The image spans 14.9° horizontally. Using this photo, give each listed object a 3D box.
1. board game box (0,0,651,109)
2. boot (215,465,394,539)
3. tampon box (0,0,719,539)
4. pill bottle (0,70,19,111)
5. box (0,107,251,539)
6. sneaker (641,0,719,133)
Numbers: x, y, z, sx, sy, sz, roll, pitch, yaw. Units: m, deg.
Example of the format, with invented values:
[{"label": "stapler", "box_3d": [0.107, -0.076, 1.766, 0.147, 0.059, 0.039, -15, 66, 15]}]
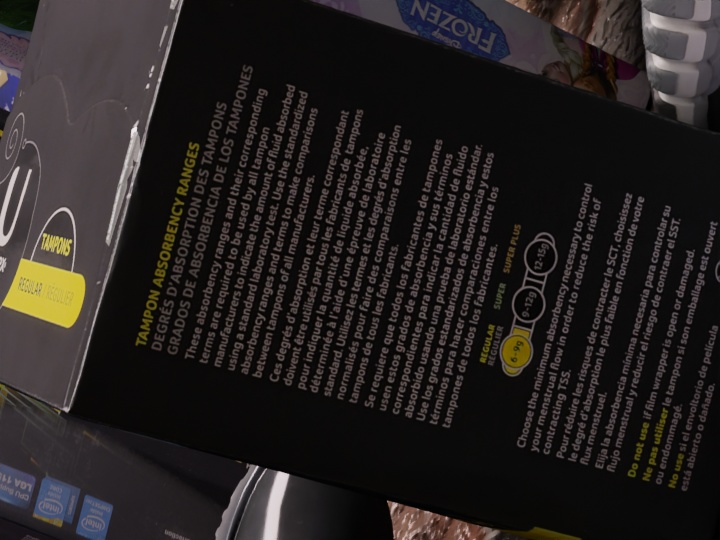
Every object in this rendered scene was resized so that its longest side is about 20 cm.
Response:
[{"label": "board game box", "box_3d": [-0.030, -0.077, 0.989, 0.200, 0.200, 0.041, -15, 54, 64]}, {"label": "boot", "box_3d": [0.009, 0.127, 0.849, 0.200, 0.066, 0.165, 161, 120, -68]}, {"label": "tampon box", "box_3d": [0.000, 0.000, 0.811, 0.150, 0.200, 0.126, 9, 83, 69]}, {"label": "pill bottle", "box_3d": [-0.114, -0.095, 1.314, 0.200, 0.120, 0.120, -32, 39, 54]}, {"label": "box", "box_3d": [-0.103, 0.037, 1.031, 0.049, 0.200, 0.161, -35, 35, 53]}, {"label": "sneaker", "box_3d": [0.138, -0.111, 0.799, 0.200, 0.115, 0.075, 79, -169, -48]}]
